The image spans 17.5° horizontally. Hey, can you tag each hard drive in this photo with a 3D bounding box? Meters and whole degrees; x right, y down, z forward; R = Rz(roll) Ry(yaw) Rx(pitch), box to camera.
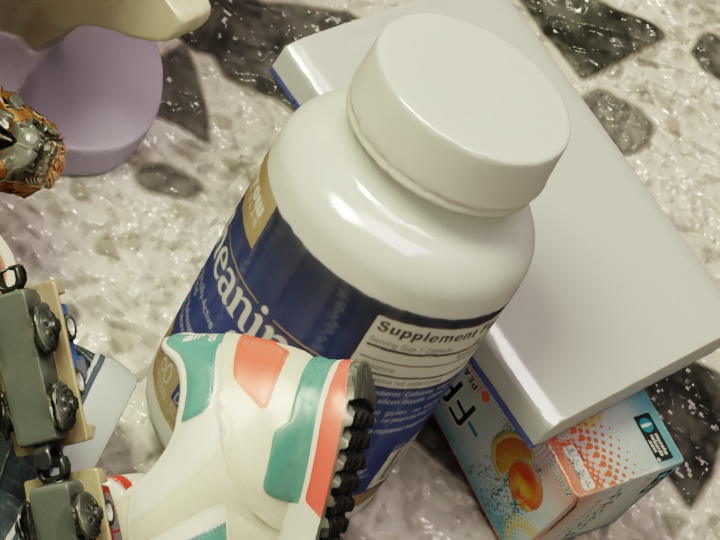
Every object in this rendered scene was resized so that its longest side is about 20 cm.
[{"bbox_3d":[0.065,-0.031,1.024,0.132,0.025,0.200,-23,72,-39],"label":"hard drive"}]

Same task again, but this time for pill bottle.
[{"bbox_3d":[0.000,0.000,0.923,0.110,0.200,0.111,20,38,-16],"label":"pill bottle"}]

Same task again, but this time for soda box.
[{"bbox_3d":[0.059,0.022,1.043,0.068,0.064,0.201,-13,67,-36],"label":"soda box"}]

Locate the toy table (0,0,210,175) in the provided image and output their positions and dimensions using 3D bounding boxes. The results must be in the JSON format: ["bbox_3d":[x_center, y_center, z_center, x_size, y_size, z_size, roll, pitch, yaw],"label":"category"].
[{"bbox_3d":[-0.147,-0.151,1.009,0.200,0.117,0.184,43,49,2],"label":"toy table"}]

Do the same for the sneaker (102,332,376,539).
[{"bbox_3d":[-0.062,0.118,0.872,0.093,0.070,0.201,17,92,9],"label":"sneaker"}]

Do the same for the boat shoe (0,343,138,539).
[{"bbox_3d":[-0.159,0.095,0.871,0.091,0.071,0.201,27,44,-6],"label":"boat shoe"}]

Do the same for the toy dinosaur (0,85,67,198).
[{"bbox_3d":[-0.218,-0.078,0.932,0.199,0.136,0.103,1,80,10],"label":"toy dinosaur"}]

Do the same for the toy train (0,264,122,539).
[{"bbox_3d":[-0.100,0.096,0.829,0.046,0.034,0.201,-3,80,-73],"label":"toy train"}]

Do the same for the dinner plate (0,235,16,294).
[{"bbox_3d":[-0.228,0.002,0.871,0.199,0.024,0.200,9,26,-5],"label":"dinner plate"}]
